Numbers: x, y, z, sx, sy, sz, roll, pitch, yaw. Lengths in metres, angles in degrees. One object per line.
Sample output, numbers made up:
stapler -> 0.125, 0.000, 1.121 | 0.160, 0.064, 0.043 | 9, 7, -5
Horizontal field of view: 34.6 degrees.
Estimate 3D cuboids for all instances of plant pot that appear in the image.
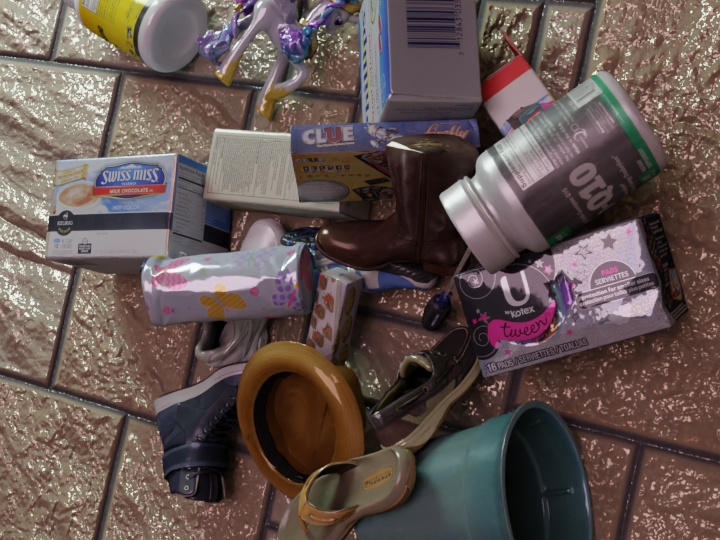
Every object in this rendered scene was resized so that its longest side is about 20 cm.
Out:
plant pot -> 0.111, 0.250, 1.198 | 0.195, 0.200, 0.202 | -15, 75, 33

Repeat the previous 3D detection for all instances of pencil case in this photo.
pencil case -> -0.150, 0.016, 1.326 | 0.198, 0.091, 0.084 | -4, 118, 11

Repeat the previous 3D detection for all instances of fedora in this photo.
fedora -> -0.051, 0.163, 1.286 | 0.200, 0.082, 0.202 | 16, 116, 36

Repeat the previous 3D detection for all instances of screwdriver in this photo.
screwdriver -> 0.099, 0.020, 1.248 | 0.029, 0.200, 0.028 | 44, 65, 7

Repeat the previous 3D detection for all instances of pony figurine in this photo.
pony figurine -> -0.107, -0.316, 1.434 | 0.193, 0.167, 0.200 | 44, 101, -7

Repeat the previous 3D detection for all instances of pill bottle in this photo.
pill bottle -> -0.309, -0.354, 1.549 | 0.199, 0.112, 0.113 | 33, 97, 28
pill bottle -> 0.183, -0.090, 1.113 | 0.199, 0.113, 0.114 | -35, 68, 11

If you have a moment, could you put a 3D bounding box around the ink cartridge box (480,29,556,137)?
ink cartridge box -> 0.192, -0.151, 1.248 | 0.067, 0.116, 0.201 | -35, 67, 10

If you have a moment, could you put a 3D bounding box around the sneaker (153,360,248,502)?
sneaker -> -0.164, 0.199, 1.395 | 0.201, 0.077, 0.147 | -27, 59, 32

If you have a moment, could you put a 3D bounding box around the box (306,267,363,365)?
box -> -0.039, 0.096, 1.340 | 0.038, 0.041, 0.202 | 22, 111, 28

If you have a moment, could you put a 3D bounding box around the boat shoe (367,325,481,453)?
boat shoe -> 0.073, 0.116, 1.235 | 0.073, 0.200, 0.065 | -18, 113, 38

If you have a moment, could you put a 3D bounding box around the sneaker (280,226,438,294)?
sneaker -> 0.000, 0.000, 1.364 | 0.199, 0.076, 0.078 | 10, 115, 26

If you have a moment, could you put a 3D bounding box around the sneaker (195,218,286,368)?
sneaker -> -0.144, 0.031, 1.407 | 0.077, 0.099, 0.202 | 15, 89, 31

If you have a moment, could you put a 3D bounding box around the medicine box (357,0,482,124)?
medicine box -> 0.061, -0.235, 1.275 | 0.102, 0.200, 0.184 | 0, 76, -8

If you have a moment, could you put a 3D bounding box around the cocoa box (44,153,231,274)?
cocoa box -> -0.280, -0.069, 1.475 | 0.198, 0.133, 0.132 | 0, 81, 27

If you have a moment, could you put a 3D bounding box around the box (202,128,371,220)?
box -> -0.086, -0.116, 1.413 | 0.199, 0.078, 0.096 | 9, 85, 28

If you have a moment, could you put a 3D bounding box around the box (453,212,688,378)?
box -> 0.217, 0.023, 1.190 | 0.199, 0.132, 0.116 | -19, 87, 24

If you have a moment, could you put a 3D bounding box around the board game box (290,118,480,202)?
board game box -> 0.027, -0.118, 1.264 | 0.198, 0.136, 0.035 | -2, 71, 0

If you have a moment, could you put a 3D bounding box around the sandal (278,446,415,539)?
sandal -> -0.025, 0.230, 1.177 | 0.200, 0.054, 0.081 | -36, 45, 36

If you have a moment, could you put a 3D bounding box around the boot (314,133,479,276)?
boot -> 0.033, -0.078, 1.227 | 0.185, 0.201, 0.065 | 5, 57, 9
